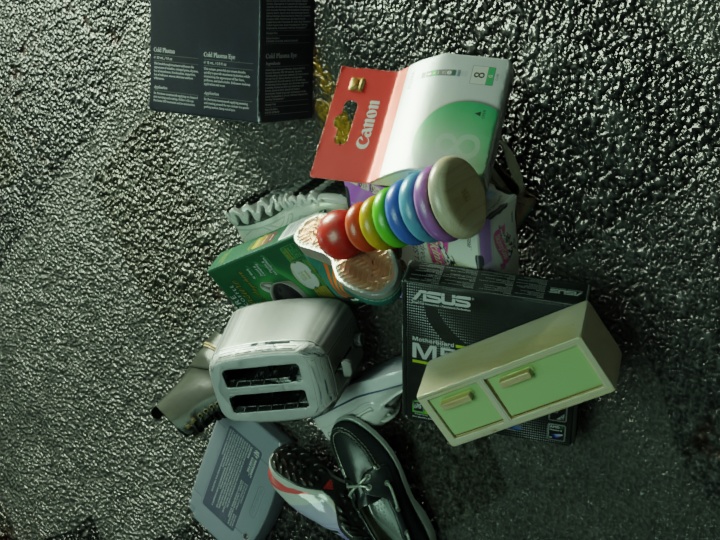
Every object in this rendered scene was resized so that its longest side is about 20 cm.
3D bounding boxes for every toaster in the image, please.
[{"bbox_3d":[-0.098,0.108,1.710,0.198,0.129,0.115,-5,115,16],"label":"toaster"}]

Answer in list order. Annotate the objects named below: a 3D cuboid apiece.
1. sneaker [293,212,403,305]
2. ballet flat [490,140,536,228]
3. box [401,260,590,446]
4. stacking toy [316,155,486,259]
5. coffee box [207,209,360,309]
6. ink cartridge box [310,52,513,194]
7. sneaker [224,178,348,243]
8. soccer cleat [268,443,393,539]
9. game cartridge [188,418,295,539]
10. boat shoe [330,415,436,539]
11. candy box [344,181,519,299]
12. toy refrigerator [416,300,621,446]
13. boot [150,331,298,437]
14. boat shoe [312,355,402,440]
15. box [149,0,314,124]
[{"bbox_3d":[0.000,0.000,1.595,0.080,0.071,0.200,54,170,-34],"label":"sneaker"},{"bbox_3d":[0.128,-0.136,1.588,0.067,0.068,0.201,-42,81,32],"label":"ballet flat"},{"bbox_3d":[0.143,0.090,1.537,0.198,0.048,0.195,9,129,13],"label":"box"},{"bbox_3d":[0.032,-0.053,1.489,0.199,0.085,0.086,-17,87,38],"label":"stacking toy"},{"bbox_3d":[-0.085,0.006,1.766,0.199,0.044,0.123,-22,117,41],"label":"coffee box"},{"bbox_3d":[0.055,-0.165,1.543,0.198,0.162,0.050,9,149,11],"label":"ink cartridge box"},{"bbox_3d":[-0.079,-0.065,1.775,0.199,0.075,0.082,-10,105,43],"label":"sneaker"},{"bbox_3d":[-0.034,0.299,1.801,0.199,0.068,0.073,34,145,16],"label":"soccer cleat"},{"bbox_3d":[-0.158,0.281,1.919,0.133,0.041,0.201,39,121,32],"label":"game cartridge"},{"bbox_3d":[0.020,0.269,1.714,0.075,0.060,0.201,-32,94,44],"label":"boat shoe"},{"bbox_3d":[0.081,-0.036,1.593,0.199,0.071,0.169,27,141,36],"label":"candy box"},{"bbox_3d":[0.163,0.111,1.473,0.199,0.070,0.076,-23,116,30],"label":"toy refrigerator"},{"bbox_3d":[-0.167,0.180,1.838,0.199,0.139,0.078,27,159,44],"label":"boot"},{"bbox_3d":[0.019,0.156,1.733,0.199,0.073,0.066,-26,96,44],"label":"boat shoe"},{"bbox_3d":[-0.161,-0.285,1.773,0.199,0.104,0.184,12,107,38],"label":"box"}]
